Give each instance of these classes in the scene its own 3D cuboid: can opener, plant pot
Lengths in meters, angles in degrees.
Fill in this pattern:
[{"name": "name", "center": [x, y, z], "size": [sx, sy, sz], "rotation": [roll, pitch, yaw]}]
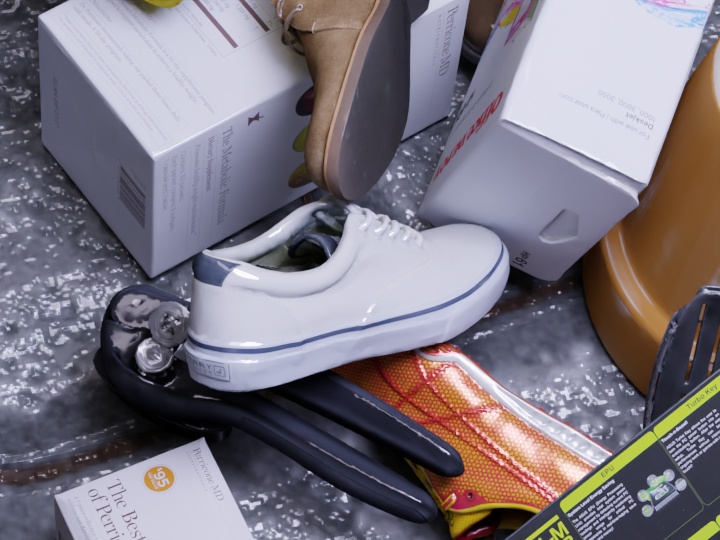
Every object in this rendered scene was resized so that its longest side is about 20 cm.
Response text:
[{"name": "can opener", "center": [-0.041, 0.063, 1.383], "size": [0.200, 0.079, 0.064], "rotation": [20, 78, 17]}, {"name": "plant pot", "center": [0.223, -0.040, 1.421], "size": [0.200, 0.183, 0.201], "rotation": [2, 57, -3]}]

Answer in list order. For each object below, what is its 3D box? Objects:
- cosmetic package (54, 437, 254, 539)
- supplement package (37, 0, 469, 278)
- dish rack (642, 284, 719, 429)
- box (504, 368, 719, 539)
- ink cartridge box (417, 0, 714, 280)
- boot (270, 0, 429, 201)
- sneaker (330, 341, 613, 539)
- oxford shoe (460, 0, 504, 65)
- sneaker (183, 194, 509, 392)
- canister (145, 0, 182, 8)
[{"name": "cosmetic package", "center": [-0.070, 0.182, 1.336], "size": [0.082, 0.051, 0.200], "rotation": [-20, 62, -17]}, {"name": "supplement package", "center": [-0.056, -0.107, 1.482], "size": [0.200, 0.114, 0.110], "rotation": [-30, 64, -22]}, {"name": "dish rack", "center": [0.239, 0.075, 1.374], "size": [0.199, 0.154, 0.055], "rotation": [7, 41, 0]}, {"name": "box", "center": [0.164, 0.169, 1.297], "size": [0.200, 0.047, 0.193], "rotation": [-41, 66, 14]}, {"name": "ink cartridge box", "center": [0.116, -0.114, 1.433], "size": [0.085, 0.145, 0.200], "rotation": [24, 66, -7]}, {"name": "boot", "center": [-0.012, -0.114, 1.393], "size": [0.075, 0.074, 0.200], "rotation": [3, 50, 11]}, {"name": "sneaker", "center": [0.046, 0.085, 1.397], "size": [0.200, 0.073, 0.077], "rotation": [32, 79, 22]}, {"name": "oxford shoe", "center": [0.102, -0.198, 1.571], "size": [0.073, 0.084, 0.200], "rotation": [20, 60, 6]}, {"name": "sneaker", "center": [0.000, 0.000, 1.359], "size": [0.073, 0.071, 0.200], "rotation": [21, 29, 38]}, {"name": "canister", "center": [-0.082, -0.238, 1.446], "size": [0.148, 0.087, 0.200], "rotation": [28, 63, 32]}]
